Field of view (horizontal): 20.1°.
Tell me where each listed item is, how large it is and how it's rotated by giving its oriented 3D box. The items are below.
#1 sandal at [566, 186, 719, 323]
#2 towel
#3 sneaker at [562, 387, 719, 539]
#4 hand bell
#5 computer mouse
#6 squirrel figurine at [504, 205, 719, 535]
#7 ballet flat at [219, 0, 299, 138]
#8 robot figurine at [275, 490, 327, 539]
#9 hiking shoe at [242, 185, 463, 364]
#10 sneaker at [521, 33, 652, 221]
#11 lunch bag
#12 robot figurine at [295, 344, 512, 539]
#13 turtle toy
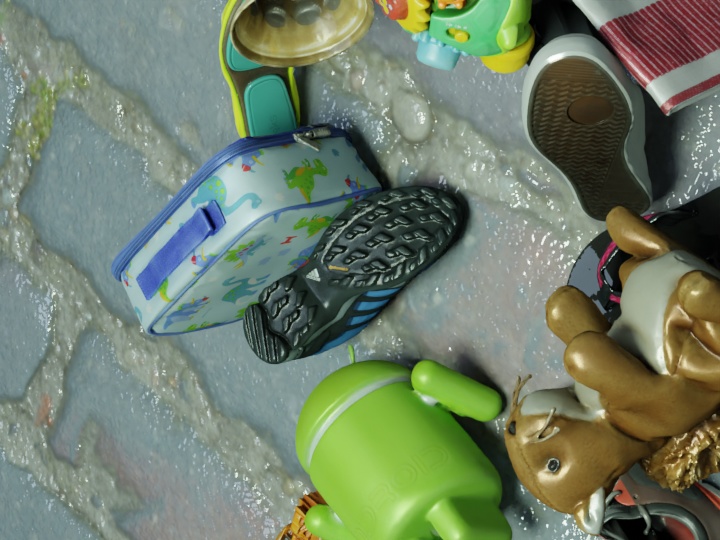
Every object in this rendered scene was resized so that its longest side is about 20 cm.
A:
[{"bbox_3d":[0.205,-0.009,1.391,0.200,0.045,0.075,-32,78,42],"label":"sandal"},{"bbox_3d":[0.191,-0.202,1.298,0.200,0.144,0.023,55,155,19],"label":"towel"},{"bbox_3d":[0.184,0.151,1.422,0.200,0.082,0.077,36,122,32],"label":"sneaker"},{"bbox_3d":[-0.060,-0.259,1.469,0.104,0.104,0.200,-39,54,41],"label":"hand bell"},{"bbox_3d":[0.114,-0.190,1.445,0.200,0.034,0.059,53,130,22],"label":"computer mouse"},{"bbox_3d":[0.194,0.088,1.319,0.187,0.200,0.142,-55,33,8],"label":"squirrel figurine"},{"bbox_3d":[-0.083,-0.171,1.579,0.200,0.067,0.067,89,159,-51],"label":"ballet flat"},{"bbox_3d":[-0.036,0.287,1.673,0.145,0.058,0.200,35,120,30],"label":"robot figurine"},{"bbox_3d":[0.000,0.000,1.569,0.200,0.087,0.074,-34,74,18],"label":"hiking shoe"},{"bbox_3d":[0.147,-0.112,1.336,0.073,0.200,0.085,-7,62,12],"label":"sneaker"},{"bbox_3d":[-0.091,-0.031,1.585,0.200,0.161,0.083,-44,70,41],"label":"lunch bag"},{"bbox_3d":[0.028,0.150,1.538,0.200,0.116,0.176,49,117,33],"label":"robot figurine"},{"bbox_3d":[0.048,-0.220,1.390,0.200,0.101,0.146,57,160,28],"label":"turtle toy"}]
